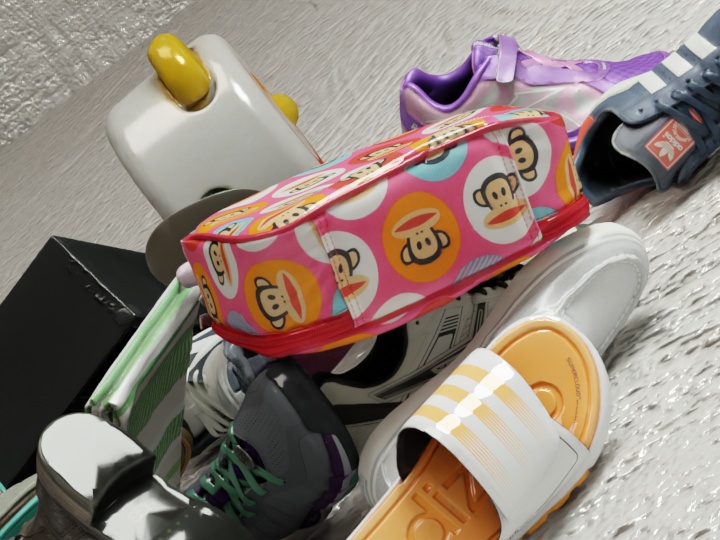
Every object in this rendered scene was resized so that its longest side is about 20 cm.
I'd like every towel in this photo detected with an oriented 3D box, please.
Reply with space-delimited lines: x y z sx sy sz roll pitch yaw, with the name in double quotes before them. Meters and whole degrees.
"towel" -0.131 0.117 1.199 0.153 0.023 0.201 -62 -17 -54

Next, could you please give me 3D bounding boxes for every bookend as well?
"bookend" -0.211 0.087 1.488 0.200 0.092 0.199 -52 -19 9

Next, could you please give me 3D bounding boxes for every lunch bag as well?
"lunch bag" 0.005 -0.026 1.063 0.199 0.083 0.176 -24 12 -19

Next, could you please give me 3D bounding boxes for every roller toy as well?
"roller toy" -0.111 -0.099 1.659 0.139 0.200 0.182 -39 -4 3

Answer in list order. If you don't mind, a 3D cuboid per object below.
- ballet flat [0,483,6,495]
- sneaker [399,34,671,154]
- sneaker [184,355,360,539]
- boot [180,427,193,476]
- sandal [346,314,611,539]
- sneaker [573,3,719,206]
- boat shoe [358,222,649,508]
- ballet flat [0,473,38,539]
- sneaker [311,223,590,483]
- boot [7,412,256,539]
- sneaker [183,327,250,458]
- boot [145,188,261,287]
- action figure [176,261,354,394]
"ballet flat" -0.238 0.182 1.302 0.072 0.072 0.200 -45 40 -16
"sneaker" 0.110 -0.115 1.301 0.198 0.089 0.081 -15 23 11
"sneaker" -0.055 0.116 1.060 0.087 0.075 0.200 -34 -18 -18
"boot" -0.177 0.161 1.347 0.200 0.073 0.076 -41 24 44
"sandal" 0.044 0.105 0.934 0.207 0.079 0.059 -51 -24 -12
"sneaker" 0.196 -0.093 1.149 0.200 0.075 0.085 -38 11 48
"boat shoe" 0.086 0.056 1.016 0.200 0.072 0.068 -39 35 -16
"ballet flat" -0.229 0.183 1.211 0.064 0.067 0.201 39 100 40
"sneaker" 0.059 0.032 1.098 0.200 0.088 0.076 -43 14 -13
"boot" -0.123 0.184 1.086 0.069 0.200 0.175 -29 -25 -36
"sneaker" -0.102 0.088 1.337 0.129 0.080 0.199 -40 15 9
"boot" -0.069 -0.016 1.323 0.185 0.065 0.200 -12 -1 -17
"action figure" 0.000 0.000 1.201 0.199 0.149 0.134 -37 15 -9
